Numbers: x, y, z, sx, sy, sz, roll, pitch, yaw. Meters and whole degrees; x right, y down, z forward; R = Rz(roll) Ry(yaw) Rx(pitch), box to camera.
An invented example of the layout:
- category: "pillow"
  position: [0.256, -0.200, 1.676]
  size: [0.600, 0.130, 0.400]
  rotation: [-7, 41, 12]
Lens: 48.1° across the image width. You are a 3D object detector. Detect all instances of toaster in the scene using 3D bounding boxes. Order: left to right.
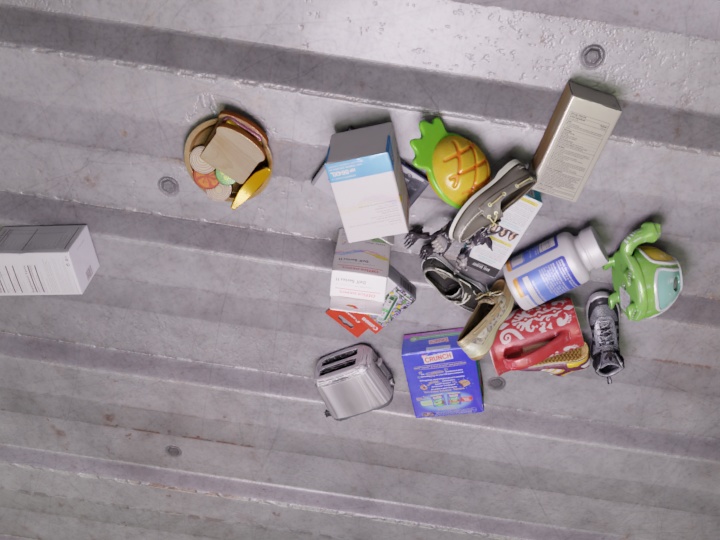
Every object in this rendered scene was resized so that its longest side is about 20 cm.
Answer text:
- category: "toaster"
  position: [-0.024, 0.262, 1.891]
  size: [0.197, 0.114, 0.130]
  rotation: [-20, 117, 20]

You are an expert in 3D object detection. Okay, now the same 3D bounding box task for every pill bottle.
- category: "pill bottle"
  position: [0.403, -0.009, 1.662]
  size: [0.198, 0.113, 0.113]
  rotation: [-28, 118, 22]

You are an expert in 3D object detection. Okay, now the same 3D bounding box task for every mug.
- category: "mug"
  position: [0.378, 0.154, 1.746]
  size: [0.197, 0.180, 0.134]
  rotation: [-17, 136, 11]

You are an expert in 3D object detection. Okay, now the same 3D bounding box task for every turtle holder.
- category: "turtle holder"
  position: [0.579, 0.003, 1.657]
  size: [0.129, 0.141, 0.189]
  rotation: [-13, 84, -3]

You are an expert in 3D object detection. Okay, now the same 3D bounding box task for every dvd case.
- category: "dvd case"
  position: [0.020, -0.180, 1.633]
  size: [0.198, 0.025, 0.151]
  rotation: [32, 122, -15]

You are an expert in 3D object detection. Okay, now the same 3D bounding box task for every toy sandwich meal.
- category: "toy sandwich meal"
  position: [-0.262, -0.213, 1.608]
  size: [0.201, 0.071, 0.208]
  rotation: [3, 125, 4]

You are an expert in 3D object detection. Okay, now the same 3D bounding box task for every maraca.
- category: "maraca"
  position: [0.173, -0.202, 1.544]
  size: [0.199, 0.139, 0.106]
  rotation: [38, 152, -23]

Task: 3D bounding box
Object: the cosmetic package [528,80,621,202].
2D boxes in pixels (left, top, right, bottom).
- category: "cosmetic package"
  position: [0.400, -0.241, 1.527]
  size: [0.103, 0.072, 0.202]
  rotation: [17, 124, -6]

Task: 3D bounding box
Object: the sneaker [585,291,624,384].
- category: "sneaker"
  position: [0.537, 0.150, 1.758]
  size: [0.074, 0.115, 0.203]
  rotation: [-8, 124, 10]

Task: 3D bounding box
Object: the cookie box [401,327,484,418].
- category: "cookie box"
  position: [0.194, 0.239, 1.874]
  size: [0.168, 0.076, 0.203]
  rotation: [-7, 124, 10]

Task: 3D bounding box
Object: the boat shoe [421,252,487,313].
- category: "boat shoe"
  position: [0.207, 0.044, 1.746]
  size: [0.199, 0.064, 0.071]
  rotation: [35, 121, -19]

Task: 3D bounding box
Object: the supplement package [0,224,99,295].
- category: "supplement package"
  position: [-0.691, -0.023, 1.754]
  size: [0.196, 0.115, 0.111]
  rotation: [-1, 124, 7]

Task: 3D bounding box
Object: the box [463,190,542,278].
- category: "box"
  position: [0.287, -0.086, 1.657]
  size: [0.081, 0.049, 0.202]
  rotation: [22, 124, -10]

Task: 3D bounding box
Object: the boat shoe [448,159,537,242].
- category: "boat shoe"
  position: [0.249, -0.123, 1.521]
  size: [0.202, 0.060, 0.072]
  rotation: [-45, 155, -10]

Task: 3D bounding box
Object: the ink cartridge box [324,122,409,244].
- category: "ink cartridge box"
  position: [0.020, -0.157, 1.556]
  size: [0.123, 0.129, 0.203]
  rotation: [-9, 123, 12]

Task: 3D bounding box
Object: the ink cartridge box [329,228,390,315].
- category: "ink cartridge box"
  position: [0.000, 0.000, 1.651]
  size: [0.115, 0.201, 0.068]
  rotation: [7, 126, 0]

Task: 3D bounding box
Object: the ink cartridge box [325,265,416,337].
- category: "ink cartridge box"
  position: [0.020, 0.079, 1.796]
  size: [0.108, 0.051, 0.200]
  rotation: [38, 119, -19]

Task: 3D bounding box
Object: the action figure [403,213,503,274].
- category: "action figure"
  position: [0.187, -0.055, 1.620]
  size: [0.198, 0.103, 0.119]
  rotation: [-8, 138, 46]

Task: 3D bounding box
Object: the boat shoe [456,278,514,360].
- category: "boat shoe"
  position: [0.266, 0.091, 1.699]
  size: [0.063, 0.202, 0.073]
  rotation: [41, 149, -20]

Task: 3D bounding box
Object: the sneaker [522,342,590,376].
- category: "sneaker"
  position: [0.421, 0.207, 1.833]
  size: [0.196, 0.076, 0.091]
  rotation: [-3, 143, 21]
